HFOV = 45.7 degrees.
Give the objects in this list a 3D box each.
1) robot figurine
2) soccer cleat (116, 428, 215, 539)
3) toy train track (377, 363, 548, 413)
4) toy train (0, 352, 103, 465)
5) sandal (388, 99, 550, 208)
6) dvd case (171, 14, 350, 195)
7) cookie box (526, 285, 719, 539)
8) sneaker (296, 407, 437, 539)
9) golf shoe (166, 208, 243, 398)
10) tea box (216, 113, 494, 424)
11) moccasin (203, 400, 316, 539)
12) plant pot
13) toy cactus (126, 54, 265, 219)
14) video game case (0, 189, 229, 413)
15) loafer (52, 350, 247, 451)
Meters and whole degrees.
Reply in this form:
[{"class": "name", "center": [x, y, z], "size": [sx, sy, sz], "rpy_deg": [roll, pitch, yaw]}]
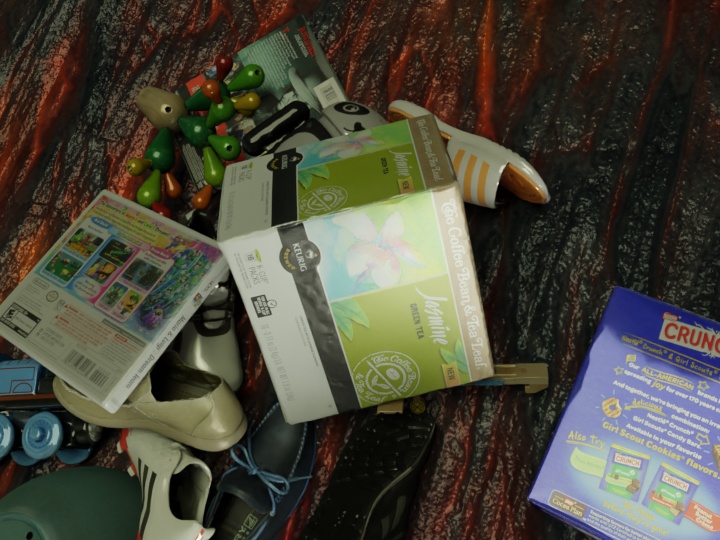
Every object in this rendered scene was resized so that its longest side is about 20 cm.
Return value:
[{"class": "robot figurine", "center": [-0.045, -0.079, 0.855], "size": [0.199, 0.151, 0.125], "rpy_deg": [-38, 28, 0]}, {"class": "soccer cleat", "center": [-0.178, 0.187, 0.802], "size": [0.085, 0.068, 0.201], "rpy_deg": [-41, 40, 18]}, {"class": "toy train track", "center": [0.074, 0.108, 0.795], "size": [0.197, 0.033, 0.115], "rpy_deg": [-3, 28, 9]}, {"class": "toy train", "center": [-0.355, 0.140, 0.881], "size": [0.197, 0.087, 0.116], "rpy_deg": [-5, 72, 14]}, {"class": "sandal", "center": [0.097, -0.102, 0.857], "size": [0.206, 0.079, 0.060], "rpy_deg": [33, 83, 32]}, {"class": "dvd case", "center": [-0.121, -0.188, 0.975], "size": [0.198, 0.022, 0.147], "rpy_deg": [-30, 65, 5]}, {"class": "cookie box", "center": [0.258, 0.141, 0.717], "size": [0.169, 0.075, 0.202], "rpy_deg": [22, 78, 22]}, {"class": "sneaker", "center": [0.011, 0.218, 0.769], "size": [0.075, 0.088, 0.201], "rpy_deg": [10, 48, 38]}, {"class": "golf shoe", "center": [-0.159, 0.032, 0.856], "size": [0.077, 0.095, 0.202], "rpy_deg": [-6, 63, -35]}, {"class": "tea box", "center": [0.000, 0.000, 0.745], "size": [0.194, 0.202, 0.134], "rpy_deg": [-15, 34, 4]}, {"class": "moccasin", "center": [-0.097, 0.214, 0.794], "size": [0.079, 0.068, 0.202], "rpy_deg": [16, 76, 20]}, {"class": "plant pot", "center": [-0.287, 0.277, 0.788], "size": [0.197, 0.135, 0.203], "rpy_deg": [-5, 69, 14]}, {"class": "toy cactus", "center": [-0.196, -0.160, 0.933], "size": [0.164, 0.102, 0.201], "rpy_deg": [33, 91, 34]}, {"class": "video game case", "center": [-0.243, 0.020, 0.825], "size": [0.198, 0.024, 0.183], "rpy_deg": [23, 66, 34]}, {"class": "loafer", "center": [-0.198, 0.108, 0.802], "size": [0.197, 0.069, 0.076], "rpy_deg": [11, 31, 12]}]
